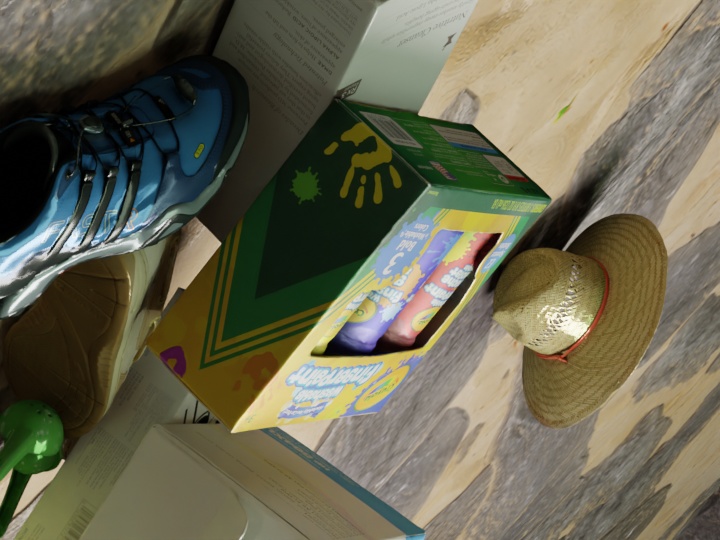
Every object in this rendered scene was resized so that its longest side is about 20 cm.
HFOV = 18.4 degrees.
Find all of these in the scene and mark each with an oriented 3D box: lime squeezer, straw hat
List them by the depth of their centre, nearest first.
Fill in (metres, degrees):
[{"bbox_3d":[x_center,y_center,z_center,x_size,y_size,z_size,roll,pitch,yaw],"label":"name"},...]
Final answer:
[{"bbox_3d":[-0.185,0.109,1.218,0.200,0.038,0.071,119,-15,-78],"label":"lime squeezer"},{"bbox_3d":[0.157,0.025,1.815,0.085,0.201,0.201,21,120,-25],"label":"straw hat"}]

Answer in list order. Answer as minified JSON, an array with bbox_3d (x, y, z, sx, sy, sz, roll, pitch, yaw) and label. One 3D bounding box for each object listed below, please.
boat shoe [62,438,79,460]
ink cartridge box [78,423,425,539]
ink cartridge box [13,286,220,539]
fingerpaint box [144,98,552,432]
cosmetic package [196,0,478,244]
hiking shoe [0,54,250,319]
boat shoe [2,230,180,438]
[{"bbox_3d":[-0.113,0.084,1.379,0.200,0.076,0.072,-23,154,-47],"label":"boat shoe"},{"bbox_3d":[-0.073,0.170,1.253,0.129,0.125,0.200,-58,161,7],"label":"ink cartridge box"},{"bbox_3d":[-0.127,0.108,1.282,0.200,0.044,0.094,-56,163,4],"label":"ink cartridge box"},{"bbox_3d":[0.000,0.000,1.196,0.167,0.073,0.200,-51,162,14],"label":"fingerpaint box"},{"bbox_3d":[-0.018,-0.107,1.171,0.113,0.081,0.200,-31,156,-41],"label":"cosmetic package"},{"bbox_3d":[-0.131,-0.046,1.066,0.200,0.074,0.087,-38,161,-21],"label":"hiking shoe"},{"bbox_3d":[-0.138,0.022,1.197,0.069,0.074,0.200,-43,173,-36],"label":"boat shoe"}]
